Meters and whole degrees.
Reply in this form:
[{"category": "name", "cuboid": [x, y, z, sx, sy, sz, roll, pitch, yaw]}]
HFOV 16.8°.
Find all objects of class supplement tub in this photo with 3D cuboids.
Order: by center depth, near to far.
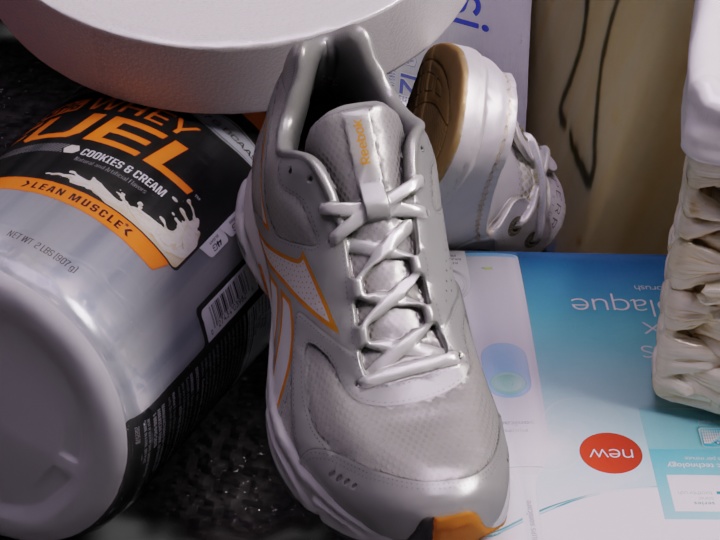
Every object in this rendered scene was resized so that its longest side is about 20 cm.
[{"category": "supplement tub", "cuboid": [-0.089, -0.001, 0.907, 0.122, 0.123, 0.200, 17, 36, 17]}]

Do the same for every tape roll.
[{"category": "tape roll", "cuboid": [-0.049, -0.143, 0.932, 0.201, 0.037, 0.204, 0, 49, 0]}]

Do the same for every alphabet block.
[{"category": "alphabet block", "cuboid": [0.181, -0.101, 0.997, 0.195, 0.201, 0.196, 5, 34, -15]}]

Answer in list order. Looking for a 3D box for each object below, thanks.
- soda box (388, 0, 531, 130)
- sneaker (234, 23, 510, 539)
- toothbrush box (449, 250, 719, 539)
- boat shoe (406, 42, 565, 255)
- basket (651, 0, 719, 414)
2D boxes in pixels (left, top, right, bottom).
[{"category": "soda box", "cuboid": [0.035, -0.131, 1.055, 0.068, 0.063, 0.201, 13, 59, -15]}, {"category": "sneaker", "cuboid": [0.000, 0.000, 0.791, 0.075, 0.092, 0.201, -8, 44, -14]}, {"category": "toothbrush box", "cuboid": [0.085, 0.083, 0.841, 0.145, 0.086, 0.201, 2, 36, -4]}, {"category": "boat shoe", "cuboid": [0.046, -0.033, 0.932, 0.069, 0.200, 0.071, 12, 77, -3]}, {"category": "basket", "cuboid": [0.199, -0.019, 0.824, 0.199, 0.124, 0.136, 13, 34, 4]}]
